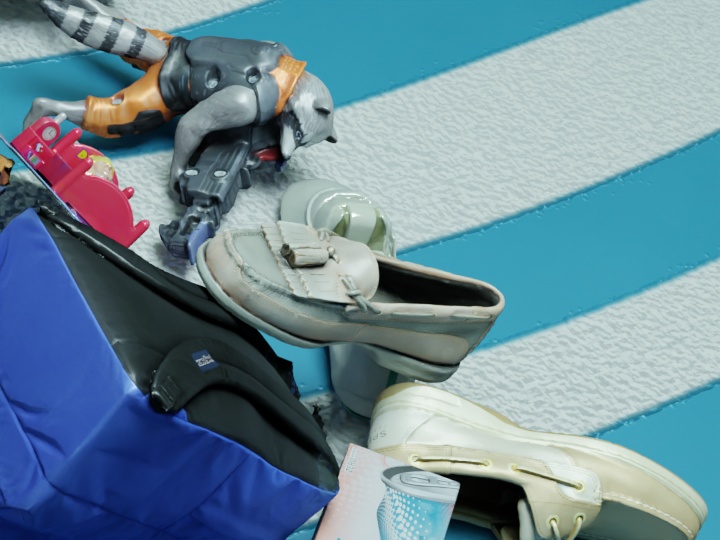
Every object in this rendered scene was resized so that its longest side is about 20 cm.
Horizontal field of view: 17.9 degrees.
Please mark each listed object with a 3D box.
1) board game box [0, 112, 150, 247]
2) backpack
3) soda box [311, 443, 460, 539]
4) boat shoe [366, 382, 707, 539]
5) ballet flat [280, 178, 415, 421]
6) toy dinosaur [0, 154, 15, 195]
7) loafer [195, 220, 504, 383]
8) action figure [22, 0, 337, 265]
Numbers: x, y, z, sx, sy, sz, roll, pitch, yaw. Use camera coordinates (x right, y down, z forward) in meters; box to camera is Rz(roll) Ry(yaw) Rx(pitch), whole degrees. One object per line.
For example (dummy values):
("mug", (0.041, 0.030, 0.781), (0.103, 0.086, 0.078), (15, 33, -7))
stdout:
("board game box", (-0.157, -0.051, 1.306), (0.039, 0.158, 0.200), (-43, 64, -4))
("backpack", (-0.124, 0.081, 1.176), (0.200, 0.168, 0.163), (26, 28, -49))
("soda box", (-0.007, 0.186, 1.182), (0.068, 0.064, 0.200), (20, 43, 0))
("boat shoe", (0.095, 0.129, 1.282), (0.200, 0.074, 0.069), (18, 54, -1))
("ballet flat", (0.000, 0.000, 1.376), (0.069, 0.069, 0.200), (2, 45, -19))
("toy dinosaur", (-0.259, 0.006, 1.213), (0.200, 0.105, 0.182), (15, 56, -4))
("loafer", (-0.002, 0.006, 1.238), (0.200, 0.063, 0.072), (21, 37, -45))
("action figure", (-0.110, -0.101, 1.415), (0.193, 0.105, 0.200), (9, 39, 2))
